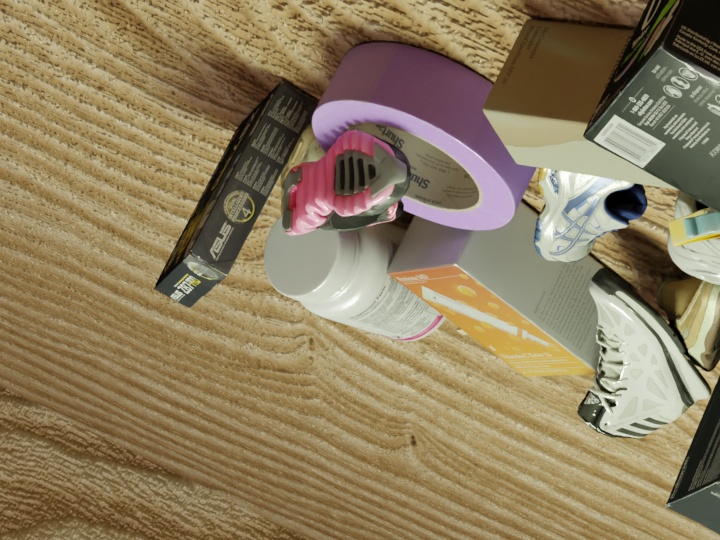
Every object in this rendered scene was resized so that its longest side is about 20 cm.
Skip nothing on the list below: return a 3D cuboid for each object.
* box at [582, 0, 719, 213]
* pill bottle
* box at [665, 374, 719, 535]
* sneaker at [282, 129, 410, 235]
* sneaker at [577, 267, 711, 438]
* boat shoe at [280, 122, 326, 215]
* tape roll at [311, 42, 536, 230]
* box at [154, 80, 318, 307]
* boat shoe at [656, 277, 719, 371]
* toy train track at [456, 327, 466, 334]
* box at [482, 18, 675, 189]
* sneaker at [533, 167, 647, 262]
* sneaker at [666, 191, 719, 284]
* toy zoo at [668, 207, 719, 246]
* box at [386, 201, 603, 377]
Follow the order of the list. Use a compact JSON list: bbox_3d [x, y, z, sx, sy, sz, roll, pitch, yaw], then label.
[{"bbox_3d":[0.241,-0.154,1.046,0.124,0.201,0.149,29,161,-2],"label":"box"},{"bbox_3d":[0.000,0.000,1.802,0.113,0.114,0.200,11,174,38],"label":"pill bottle"},{"bbox_3d":[0.365,0.130,1.603,0.079,0.201,0.141,28,161,-4],"label":"box"},{"bbox_3d":[0.006,-0.072,1.596,0.095,0.080,0.200,11,169,-25],"label":"sneaker"},{"bbox_3d":[0.244,0.093,1.674,0.201,0.115,0.076,49,180,-37],"label":"sneaker"},{"bbox_3d":[-0.046,-0.099,1.788,0.065,0.071,0.200,63,159,8],"label":"boat shoe"},{"bbox_3d":[0.059,-0.117,1.587,0.199,0.066,0.200,24,161,9],"label":"tape roll"},{"bbox_3d":[-0.123,-0.071,1.736,0.049,0.201,0.161,31,161,-12],"label":"box"},{"bbox_3d":[0.307,0.036,1.649,0.076,0.072,0.200,34,163,17],"label":"boat shoe"},{"bbox_3d":[0.054,0.025,1.999,0.200,0.033,0.115,33,160,-20],"label":"toy train track"},{"bbox_3d":[0.204,-0.123,1.339,0.199,0.095,0.078,11,154,36],"label":"box"},{"bbox_3d":[0.202,-0.052,1.548,0.088,0.076,0.200,21,160,16],"label":"sneaker"},{"bbox_3d":[0.341,-0.018,1.454,0.199,0.078,0.100,18,155,23],"label":"sneaker"},{"bbox_3d":[0.318,-0.047,1.302,0.199,0.021,0.131,-9,175,-25],"label":"toy zoo"},{"bbox_3d":[0.148,0.012,1.746,0.200,0.098,0.124,36,159,-23],"label":"box"}]
